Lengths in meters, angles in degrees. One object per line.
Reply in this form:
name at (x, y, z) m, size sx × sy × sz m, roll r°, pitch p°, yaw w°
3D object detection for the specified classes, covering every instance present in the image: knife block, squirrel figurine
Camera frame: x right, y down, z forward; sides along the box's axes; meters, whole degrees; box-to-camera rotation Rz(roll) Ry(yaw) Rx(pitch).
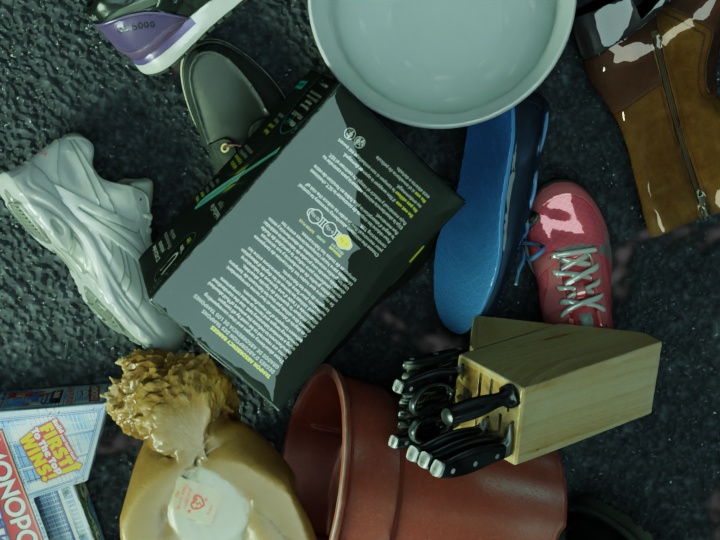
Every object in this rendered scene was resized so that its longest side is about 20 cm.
knife block at (0.123, 0.100, 1.225) m, size 0.199 × 0.176 × 0.064 m, roll 6°, pitch 114°, yaw 3°
squirrel figurine at (-0.116, 0.147, 1.290) m, size 0.141 × 0.187 × 0.201 m, roll -19°, pitch 91°, yaw 4°

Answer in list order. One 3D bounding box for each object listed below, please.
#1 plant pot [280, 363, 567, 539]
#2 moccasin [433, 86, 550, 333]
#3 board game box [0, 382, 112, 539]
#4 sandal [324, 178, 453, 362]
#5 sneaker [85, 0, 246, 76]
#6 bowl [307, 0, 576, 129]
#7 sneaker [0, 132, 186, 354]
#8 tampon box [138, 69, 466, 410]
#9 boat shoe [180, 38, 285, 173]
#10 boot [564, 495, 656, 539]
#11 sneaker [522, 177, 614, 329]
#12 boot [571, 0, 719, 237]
plant pot at (0.047, 0.190, 1.319) m, size 0.194 × 0.201 × 0.202 m, roll 11°, pitch 102°, yaw -16°
moccasin at (0.114, -0.043, 1.307) m, size 0.068 × 0.080 × 0.201 m, roll -6°, pitch 120°, yaw -42°
board game box at (-0.279, 0.176, 1.344) m, size 0.199 × 0.062 × 0.201 m, roll -18°, pitch 104°, yaw 0°
sandal at (-0.001, 0.001, 1.322) m, size 0.057 × 0.080 × 0.201 m, roll 44°, pitch 94°, yaw 13°
sneaker at (-0.118, -0.240, 1.240) m, size 0.200 × 0.076 × 0.088 m, roll -44°, pitch 126°, yaw 5°
bowl at (0.063, -0.199, 1.257) m, size 0.200 × 0.090 × 0.202 m, roll -1°, pitch 84°, yaw 6°
sneaker at (-0.186, -0.023, 1.301) m, size 0.099 × 0.078 × 0.200 m, roll -44°, pitch 116°, yaw -18°
tampon box at (-0.048, -0.026, 1.210) m, size 0.126 × 0.150 × 0.200 m, roll 42°, pitch 92°, yaw -15°
boat shoe at (-0.078, -0.088, 1.301) m, size 0.073 × 0.063 × 0.202 m, roll -26°, pitch 102°, yaw 4°
boot at (0.200, 0.295, 1.339) m, size 0.158 × 0.211 × 0.080 m, roll -38°, pitch 146°, yaw -12°
sneaker at (0.179, 0.026, 1.336) m, size 0.073 × 0.087 × 0.201 m, roll -9°, pitch 104°, yaw -4°
boot at (0.282, -0.145, 1.315) m, size 0.187 × 0.069 × 0.201 m, roll -26°, pitch 105°, yaw 1°
